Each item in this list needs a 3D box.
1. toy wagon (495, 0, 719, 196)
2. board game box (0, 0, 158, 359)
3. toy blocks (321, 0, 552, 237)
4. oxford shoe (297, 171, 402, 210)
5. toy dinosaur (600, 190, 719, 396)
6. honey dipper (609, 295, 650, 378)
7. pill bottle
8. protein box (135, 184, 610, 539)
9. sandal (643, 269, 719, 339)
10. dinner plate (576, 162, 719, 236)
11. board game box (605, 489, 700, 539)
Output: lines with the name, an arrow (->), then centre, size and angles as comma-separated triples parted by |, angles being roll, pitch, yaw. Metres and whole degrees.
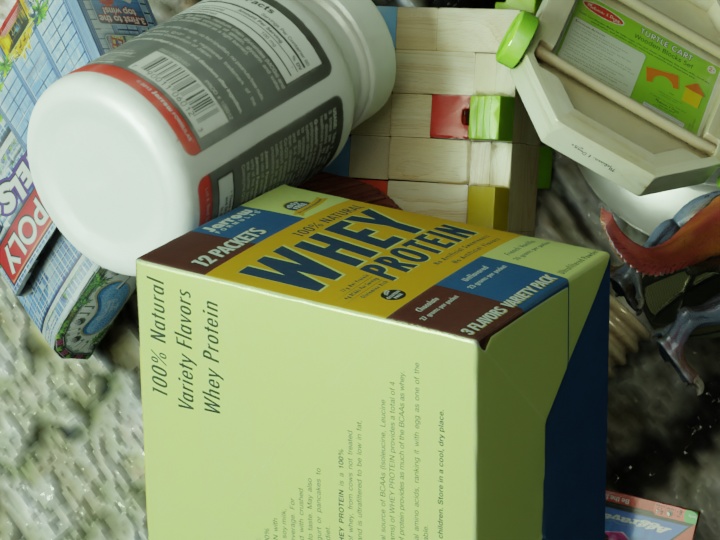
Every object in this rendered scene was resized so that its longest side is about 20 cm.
toy wagon -> 0.167, -0.133, 1.498 | 0.155, 0.040, 0.200 | 29, 53, -5
board game box -> -0.158, -0.049, 1.543 | 0.200, 0.062, 0.200 | 54, 125, 28
toy blocks -> 0.033, -0.077, 1.540 | 0.137, 0.100, 0.200 | 4, 92, 22
oxford shoe -> 0.000, 0.000, 1.480 | 0.200, 0.070, 0.075 | 29, 121, 36
toy dinosaur -> 0.225, -0.017, 1.380 | 0.181, 0.200, 0.105 | -36, 74, -3
honey dipper -> 0.085, 0.097, 1.505 | 0.038, 0.038, 0.200 | 42, 89, 23
pill bottle -> -0.076, -0.087, 1.437 | 0.116, 0.116, 0.200 | 34, 43, 22
protein box -> 0.008, 0.083, 1.344 | 0.200, 0.135, 0.199 | 13, 115, 31
sandal -> 0.256, 0.009, 1.479 | 0.201, 0.057, 0.080 | -2, 60, 32
dinner plate -> 0.216, -0.108, 1.543 | 0.200, 0.024, 0.200 | -4, 73, 14
board game box -> 0.081, 0.161, 1.473 | 0.200, 0.019, 0.103 | 12, 87, 12
